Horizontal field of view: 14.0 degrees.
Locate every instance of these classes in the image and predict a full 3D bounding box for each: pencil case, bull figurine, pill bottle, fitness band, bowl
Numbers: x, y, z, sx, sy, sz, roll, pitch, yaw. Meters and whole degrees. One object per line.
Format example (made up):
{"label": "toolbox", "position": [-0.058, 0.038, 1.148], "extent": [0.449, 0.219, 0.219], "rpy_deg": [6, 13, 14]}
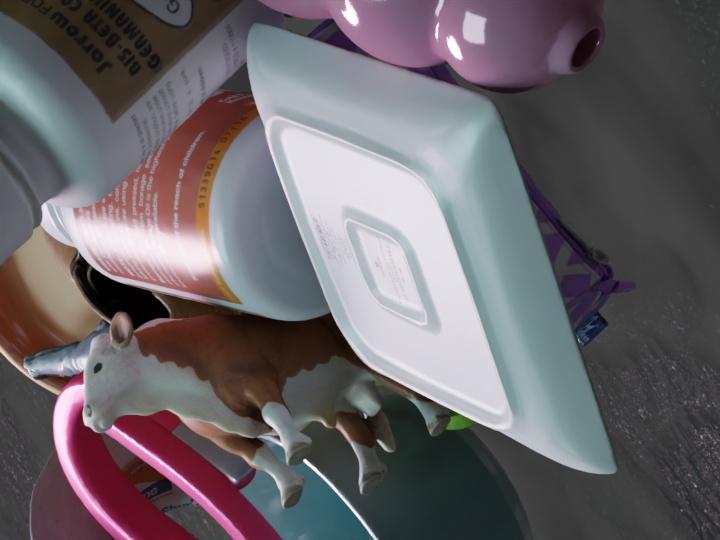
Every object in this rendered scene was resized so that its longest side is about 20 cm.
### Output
{"label": "pencil case", "position": [0.042, -0.042, 1.411], "extent": [0.085, 0.084, 0.200], "rpy_deg": [-42, 82, 29]}
{"label": "bull figurine", "position": [-0.049, 0.063, 1.509], "extent": [0.121, 0.200, 0.065], "rpy_deg": [47, 126, 26]}
{"label": "pill bottle", "position": [-0.140, -0.095, 1.394], "extent": [0.114, 0.200, 0.114], "rpy_deg": [36, 157, 18]}
{"label": "fitness band", "position": [-0.106, 0.137, 1.708], "extent": [0.200, 0.037, 0.144], "rpy_deg": [35, 148, 28]}
{"label": "bowl", "position": [0.024, 0.150, 1.667], "extent": [0.201, 0.105, 0.201], "rpy_deg": [46, 156, 27]}
{"label": "pill bottle", "position": [-0.086, -0.041, 1.533], "extent": [0.200, 0.112, 0.112], "rpy_deg": [12, 131, 49]}

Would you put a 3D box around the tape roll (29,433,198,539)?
{"label": "tape roll", "position": [-0.104, 0.166, 1.829], "extent": [0.200, 0.200, 0.066], "rpy_deg": [42, 152, 33]}

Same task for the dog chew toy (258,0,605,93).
{"label": "dog chew toy", "position": [0.022, -0.145, 1.270], "extent": [0.200, 0.125, 0.125], "rpy_deg": [36, 151, 25]}

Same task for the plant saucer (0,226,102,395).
{"label": "plant saucer", "position": [-0.149, -0.014, 1.770], "extent": [0.200, 0.037, 0.200], "rpy_deg": [6, 111, 17]}

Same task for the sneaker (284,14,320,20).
{"label": "sneaker", "position": [-0.081, -0.213, 1.443], "extent": [0.200, 0.070, 0.109], "rpy_deg": [36, 155, 28]}

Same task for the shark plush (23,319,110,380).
{"label": "shark plush", "position": [-0.116, 0.023, 1.736], "extent": [0.200, 0.091, 0.083], "rpy_deg": [-26, 84, 47]}

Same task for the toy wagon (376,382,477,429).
{"label": "toy wagon", "position": [0.000, 0.000, 1.603], "extent": [0.200, 0.040, 0.155], "rpy_deg": [28, 144, 50]}

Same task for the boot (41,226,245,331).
{"label": "boot", "position": [-0.137, -0.007, 1.661], "extent": [0.075, 0.074, 0.200], "rpy_deg": [24, -170, -42]}

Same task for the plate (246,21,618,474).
{"label": "plate", "position": [0.023, -0.007, 1.342], "extent": [0.200, 0.032, 0.200], "rpy_deg": [25, 142, 53]}
